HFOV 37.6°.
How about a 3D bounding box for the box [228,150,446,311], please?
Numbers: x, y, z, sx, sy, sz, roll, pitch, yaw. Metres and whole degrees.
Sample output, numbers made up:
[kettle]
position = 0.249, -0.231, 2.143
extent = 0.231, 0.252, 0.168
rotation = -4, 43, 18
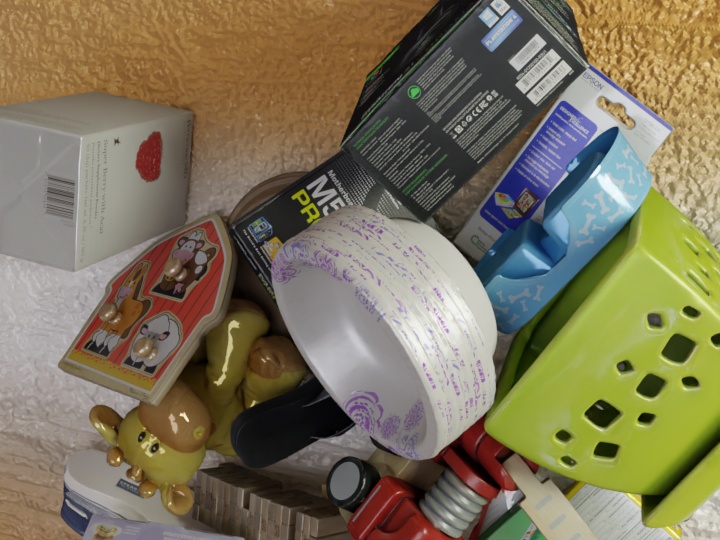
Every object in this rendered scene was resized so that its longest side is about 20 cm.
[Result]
[box]
position = 0.000, 0.000, 0.957
extent = 0.160, 0.044, 0.201
rotation = -34, 92, -12

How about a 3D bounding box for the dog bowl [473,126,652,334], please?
[dog bowl]
position = 0.159, -0.027, 0.866
extent = 0.049, 0.112, 0.200
rotation = 39, 115, -4

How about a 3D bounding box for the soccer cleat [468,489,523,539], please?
[soccer cleat]
position = 0.143, 0.248, 0.994
extent = 0.085, 0.069, 0.201
rotation = 24, 96, 18

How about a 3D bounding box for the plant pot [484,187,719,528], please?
[plant pot]
position = 0.237, 0.074, 0.862
extent = 0.181, 0.199, 0.200
rotation = 37, 114, 1

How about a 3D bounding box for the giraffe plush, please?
[giraffe plush]
position = -0.167, 0.135, 1.016
extent = 0.172, 0.162, 0.201
rotation = 21, 120, 28

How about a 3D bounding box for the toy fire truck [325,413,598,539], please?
[toy fire truck]
position = 0.096, 0.200, 0.902
extent = 0.176, 0.128, 0.200
rotation = -53, 40, 6

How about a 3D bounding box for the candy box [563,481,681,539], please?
[candy box]
position = 0.203, 0.281, 1.019
extent = 0.102, 0.026, 0.200
rotation = 41, 114, 4

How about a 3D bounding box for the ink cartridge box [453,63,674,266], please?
[ink cartridge box]
position = 0.175, -0.073, 0.922
extent = 0.095, 0.037, 0.200
rotation = 40, 116, 11

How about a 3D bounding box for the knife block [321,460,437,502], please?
[knife block]
position = 0.020, 0.284, 1.065
extent = 0.198, 0.064, 0.177
rotation = 1, 106, 19

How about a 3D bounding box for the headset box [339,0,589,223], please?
[headset box]
position = 0.084, -0.160, 0.849
extent = 0.093, 0.200, 0.174
rotation = 41, 115, -12

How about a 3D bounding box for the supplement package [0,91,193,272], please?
[supplement package]
position = -0.254, -0.090, 0.980
extent = 0.119, 0.200, 0.122
rotation = 12, 108, 16

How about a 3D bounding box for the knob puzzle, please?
[knob puzzle]
position = -0.196, 0.022, 1.014
extent = 0.219, 0.221, 0.030
rotation = -24, 131, 24

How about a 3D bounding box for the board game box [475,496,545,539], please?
[board game box]
position = 0.127, 0.314, 0.946
extent = 0.200, 0.029, 0.135
rotation = -42, 88, 1

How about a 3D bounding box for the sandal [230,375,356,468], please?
[sandal]
position = -0.025, 0.127, 0.991
extent = 0.199, 0.043, 0.076
rotation = -31, 119, -17

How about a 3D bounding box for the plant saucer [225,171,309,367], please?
[plant saucer]
position = -0.052, 0.005, 1.031
extent = 0.199, 0.029, 0.202
rotation = 5, 107, 17

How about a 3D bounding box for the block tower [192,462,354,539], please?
[block tower]
position = -0.091, 0.241, 1.045
extent = 0.199, 0.058, 0.054
rotation = 8, 94, 47

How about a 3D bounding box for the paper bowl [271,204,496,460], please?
[paper bowl]
position = 0.028, 0.040, 0.833
extent = 0.201, 0.104, 0.201
rotation = 42, 152, 28

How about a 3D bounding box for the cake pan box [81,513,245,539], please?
[cake pan box]
position = -0.166, 0.328, 1.091
extent = 0.199, 0.053, 0.185
rotation = 2, 141, 26

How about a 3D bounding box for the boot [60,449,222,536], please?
[boot]
position = -0.237, 0.275, 1.158
extent = 0.199, 0.073, 0.091
rotation = 27, 127, 12
